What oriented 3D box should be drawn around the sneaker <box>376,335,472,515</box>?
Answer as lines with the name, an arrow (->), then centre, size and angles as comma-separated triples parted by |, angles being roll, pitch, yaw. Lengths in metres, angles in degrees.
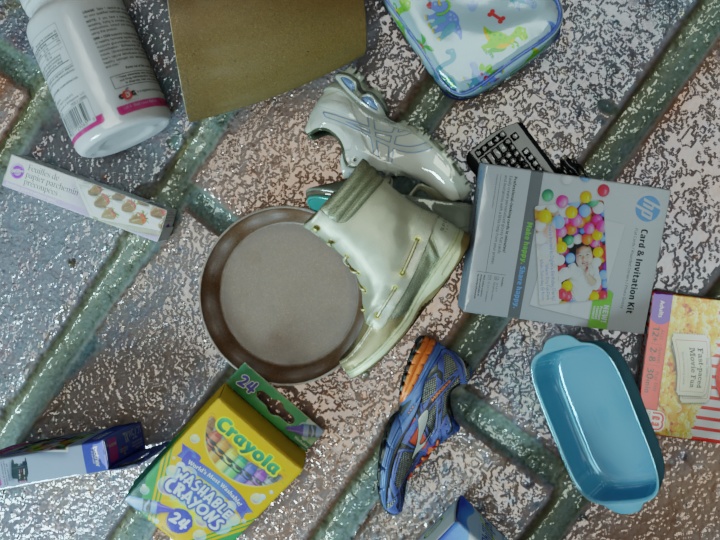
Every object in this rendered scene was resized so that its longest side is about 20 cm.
sneaker -> 0.068, 0.177, 1.075 | 0.078, 0.075, 0.202 | 18, 97, 3

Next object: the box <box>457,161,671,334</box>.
box -> 0.212, -0.023, 1.029 | 0.198, 0.041, 0.158 | 8, 99, -7

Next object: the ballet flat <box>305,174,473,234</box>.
ballet flat -> 0.040, -0.071, 1.078 | 0.198, 0.068, 0.064 | 18, 68, 5

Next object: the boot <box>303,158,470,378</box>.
boot -> 0.000, 0.000, 1.032 | 0.154, 0.072, 0.201 | 35, 106, -6

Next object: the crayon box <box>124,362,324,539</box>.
crayon box -> -0.152, 0.219, 1.096 | 0.126, 0.052, 0.200 | 41, 101, -8

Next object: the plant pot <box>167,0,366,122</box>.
plant pot -> -0.098, -0.264, 1.032 | 0.198, 0.186, 0.188 | -9, 92, -5

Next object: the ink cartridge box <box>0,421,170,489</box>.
ink cartridge box -> -0.327, 0.208, 1.102 | 0.198, 0.119, 0.042 | -9, 90, 7

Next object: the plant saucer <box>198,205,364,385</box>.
plant saucer -> -0.083, 0.028, 1.105 | 0.198, 0.034, 0.203 | 0, 92, 7

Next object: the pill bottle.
pill bottle -> -0.297, -0.238, 1.079 | 0.113, 0.113, 0.202 | -23, 90, 8

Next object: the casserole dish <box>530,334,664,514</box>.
casserole dish -> 0.256, 0.158, 1.040 | 0.121, 0.039, 0.202 | -22, 90, 51

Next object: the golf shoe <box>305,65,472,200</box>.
golf shoe -> 0.028, -0.124, 1.056 | 0.200, 0.078, 0.097 | 40, 87, 15

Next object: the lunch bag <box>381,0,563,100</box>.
lunch bag -> 0.113, -0.295, 1.039 | 0.160, 0.082, 0.201 | -35, 88, 9

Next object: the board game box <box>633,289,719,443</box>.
board game box -> 0.398, 0.107, 1.040 | 0.198, 0.046, 0.153 | 6, 94, 7

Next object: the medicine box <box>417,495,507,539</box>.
medicine box -> 0.117, 0.388, 1.063 | 0.200, 0.103, 0.182 | 43, 97, 3

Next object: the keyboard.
keyboard -> 0.209, -0.075, 1.060 | 0.104, 0.040, 0.201 | -37, 89, 8

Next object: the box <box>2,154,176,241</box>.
box -> -0.311, -0.084, 1.126 | 0.198, 0.041, 0.039 | 20, 95, 5
